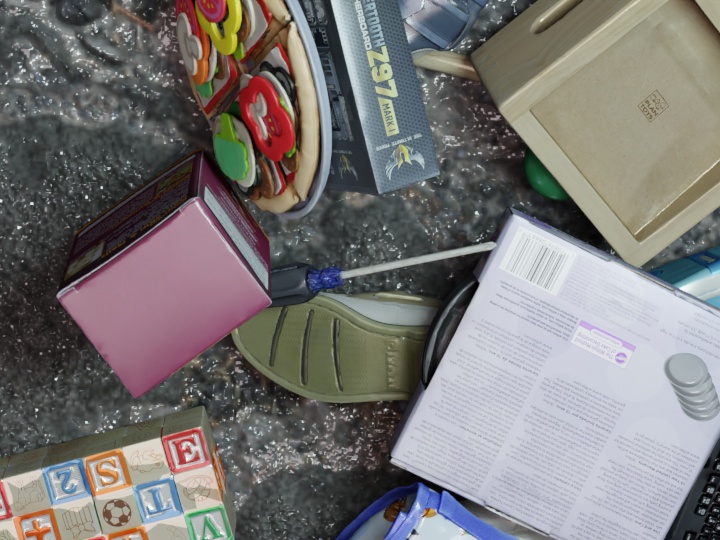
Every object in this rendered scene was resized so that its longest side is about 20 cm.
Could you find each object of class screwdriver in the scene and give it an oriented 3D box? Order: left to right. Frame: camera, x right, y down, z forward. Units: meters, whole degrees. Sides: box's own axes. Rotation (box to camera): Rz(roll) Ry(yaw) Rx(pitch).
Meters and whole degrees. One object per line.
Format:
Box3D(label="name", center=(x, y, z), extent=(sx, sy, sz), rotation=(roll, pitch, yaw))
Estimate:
Box3D(label="screwdriver", center=(0.000, 0.000, 1.671), extent=(0.200, 0.029, 0.028), rotation=(-12, 82, 35))

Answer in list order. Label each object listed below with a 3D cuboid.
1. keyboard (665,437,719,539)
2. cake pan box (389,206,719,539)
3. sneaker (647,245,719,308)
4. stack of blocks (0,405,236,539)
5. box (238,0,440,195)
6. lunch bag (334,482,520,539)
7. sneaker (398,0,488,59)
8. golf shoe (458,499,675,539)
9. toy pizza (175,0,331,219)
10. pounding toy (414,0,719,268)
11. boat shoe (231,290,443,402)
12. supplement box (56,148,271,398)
Box3D(label="keyboard", center=(0.260, 0.112, 1.710), extent=(0.104, 0.040, 0.200), rotation=(17, 105, -8))
Box3D(label="cake pan box", center=(0.138, 0.079, 1.662), extent=(0.200, 0.052, 0.184), rotation=(24, 96, -4))
Box3D(label="sneaker", center=(0.259, 0.050, 1.747), extent=(0.200, 0.080, 0.131), rotation=(-21, 101, 3))
Box3D(label="stack of blocks", center=(-0.190, 0.179, 1.769), extent=(0.200, 0.059, 0.115), rotation=(-15, 102, 1))
Box3D(label="box", center=(-0.030, -0.133, 1.637), extent=(0.051, 0.200, 0.158), rotation=(-19, 102, -23))
Box3D(label="lunch bag", center=(0.054, 0.239, 1.718), extent=(0.170, 0.124, 0.200), rotation=(34, 135, -11))
Box3D(label="sneaker", center=(0.006, -0.228, 1.669), extent=(0.202, 0.077, 0.146), rotation=(42, 108, 13))
Box3D(label="golf shoe", center=(0.146, 0.148, 1.773), extent=(0.200, 0.075, 0.092), rotation=(-7, 94, -8))
Box3D(label="toy pizza", center=(-0.078, -0.126, 1.641), extent=(0.032, 0.200, 0.200), rotation=(-20, 103, -23))
Box3D(label="pounding toy", center=(0.157, -0.123, 1.693), extent=(0.200, 0.142, 0.184), rotation=(-38, 115, 8))
Box3D(label="boat shoe", center=(0.012, 0.051, 1.744), extent=(0.200, 0.068, 0.075), rotation=(12, 107, 15))
Box3D(label="supplement box", center=(-0.125, -0.002, 1.660), extent=(0.110, 0.200, 0.086), rotation=(-35, 101, 5))
